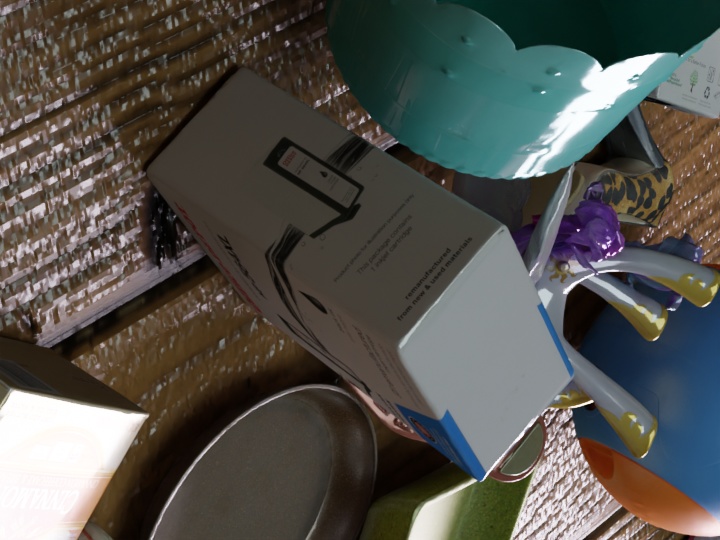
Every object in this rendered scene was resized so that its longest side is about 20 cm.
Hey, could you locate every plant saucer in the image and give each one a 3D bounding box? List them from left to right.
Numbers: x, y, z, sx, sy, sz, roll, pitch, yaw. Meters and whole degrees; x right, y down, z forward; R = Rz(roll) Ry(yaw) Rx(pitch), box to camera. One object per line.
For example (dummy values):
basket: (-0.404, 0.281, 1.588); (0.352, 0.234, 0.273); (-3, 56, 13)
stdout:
plant saucer: (-0.069, 0.155, 1.056); (0.200, 0.032, 0.202); (-30, 135, -35)
plant saucer: (0.041, 0.217, 1.195); (0.199, 0.048, 0.201); (-14, 125, -59)

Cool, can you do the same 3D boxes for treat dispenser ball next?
treat dispenser ball: (0.256, 0.095, 1.261); (0.200, 0.200, 0.202); (-29, 134, -35)

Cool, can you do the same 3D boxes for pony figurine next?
pony figurine: (0.110, -0.001, 1.019); (0.199, 0.167, 0.194); (20, 97, -18)

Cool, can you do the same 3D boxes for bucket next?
bucket: (0.082, -0.156, 0.867); (0.207, 0.208, 0.135); (-35, 170, -30)

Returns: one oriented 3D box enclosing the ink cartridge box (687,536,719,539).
ink cartridge box: (0.383, 0.298, 1.652); (0.148, 0.085, 0.200); (-54, 145, -9)

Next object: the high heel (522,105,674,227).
high heel: (0.152, -0.023, 1.161); (0.200, 0.071, 0.143); (-54, 138, -24)

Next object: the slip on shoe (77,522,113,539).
slip on shoe: (-0.150, 0.229, 0.981); (0.061, 0.074, 0.201); (-26, 137, -33)

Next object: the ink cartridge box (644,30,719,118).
ink cartridge box: (0.230, -0.209, 1.141); (0.099, 0.039, 0.202); (8, 98, -53)

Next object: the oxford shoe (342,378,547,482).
oxford shoe: (0.034, 0.073, 1.097); (0.200, 0.074, 0.071); (41, 80, -33)

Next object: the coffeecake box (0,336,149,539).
coffeecake box: (-0.205, 0.132, 0.809); (0.201, 0.073, 0.153); (-60, 162, 1)

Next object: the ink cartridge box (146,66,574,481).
ink cartridge box: (0.000, 0.000, 0.891); (0.084, 0.199, 0.146); (-48, 142, -12)
